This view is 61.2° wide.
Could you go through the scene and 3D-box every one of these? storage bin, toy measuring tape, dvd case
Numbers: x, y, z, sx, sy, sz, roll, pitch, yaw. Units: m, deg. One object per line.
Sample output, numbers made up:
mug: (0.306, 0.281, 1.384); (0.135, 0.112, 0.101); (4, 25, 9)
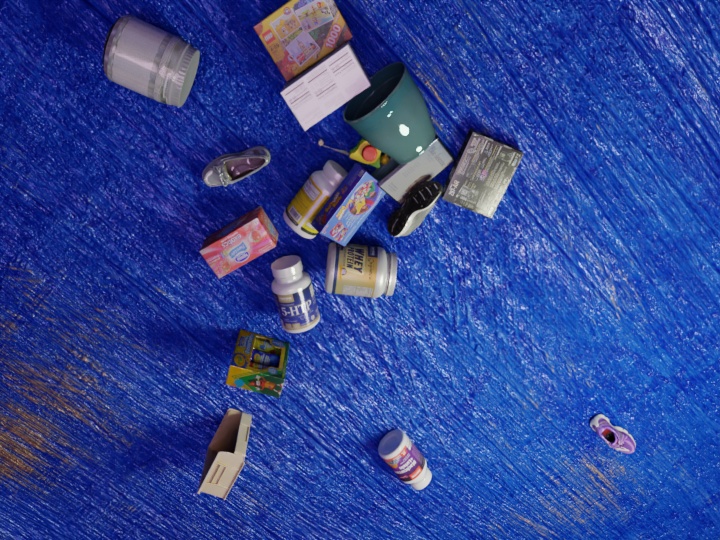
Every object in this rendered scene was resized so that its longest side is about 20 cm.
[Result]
storage bin: (-0.433, 0.590, 1.969); (0.092, 0.201, 0.201); (24, 113, -14)
toy measuring tape: (-0.012, -0.334, 1.623); (0.196, 0.074, 0.075); (19, 114, -10)
dvd case: (0.153, -0.266, 1.638); (0.199, 0.018, 0.142); (-39, 151, 15)

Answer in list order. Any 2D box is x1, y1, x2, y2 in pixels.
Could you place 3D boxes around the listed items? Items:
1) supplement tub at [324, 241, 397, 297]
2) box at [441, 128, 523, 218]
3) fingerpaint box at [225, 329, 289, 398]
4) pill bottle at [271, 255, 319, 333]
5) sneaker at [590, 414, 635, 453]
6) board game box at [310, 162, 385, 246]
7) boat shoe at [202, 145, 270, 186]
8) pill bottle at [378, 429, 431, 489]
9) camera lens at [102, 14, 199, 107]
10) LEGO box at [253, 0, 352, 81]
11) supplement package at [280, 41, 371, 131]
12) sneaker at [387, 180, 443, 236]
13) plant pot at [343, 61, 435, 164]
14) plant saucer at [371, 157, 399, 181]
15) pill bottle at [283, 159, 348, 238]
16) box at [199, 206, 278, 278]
supplement tub: (0.000, 0.000, 1.736); (0.195, 0.145, 0.147); (6, 115, -5)
box: (0.332, -0.264, 1.677); (0.157, 0.044, 0.203); (18, 113, -10)
fingerpaint box: (-0.304, 0.274, 1.826); (0.163, 0.201, 0.075); (17, 113, -9)
pill bottle: (-0.195, 0.067, 1.776); (0.117, 0.120, 0.204); (-11, 115, 4)
sneaker: (0.858, 0.573, 2.063); (0.198, 0.084, 0.081); (34, 111, -17)
board game box: (-0.028, -0.172, 1.630); (0.201, 0.045, 0.134); (-52, 149, 8)
boat shoe: (-0.338, -0.276, 1.641); (0.198, 0.065, 0.076); (-17, 115, 6)
pill bottle: (0.156, 0.646, 2.061); (0.110, 0.112, 0.201); (-32, 112, 13)
camera lens: (-0.509, -0.506, 1.476); (0.196, 0.161, 0.162); (22, 113, -11)
LEGO box: (-0.138, -0.589, 1.494); (0.197, 0.078, 0.150); (-30, 113, 12)
supplement package: (-0.083, -0.462, 1.511); (0.198, 0.156, 0.112); (-30, 111, 12)
sneaker: (0.158, -0.172, 1.700); (0.079, 0.075, 0.200); (5, 137, -50)
plant pot: (0.087, -0.383, 1.543); (0.199, 0.202, 0.188); (-37, 121, 15)
plant saucer: (0.072, -0.261, 1.687); (0.070, 0.019, 0.200); (40, 109, -17)
pill bottle: (-0.113, -0.195, 1.659); (0.112, 0.113, 0.201); (35, 110, -17)
box: (-0.340, -0.078, 1.717); (0.197, 0.095, 0.104); (-27, 114, 11)
